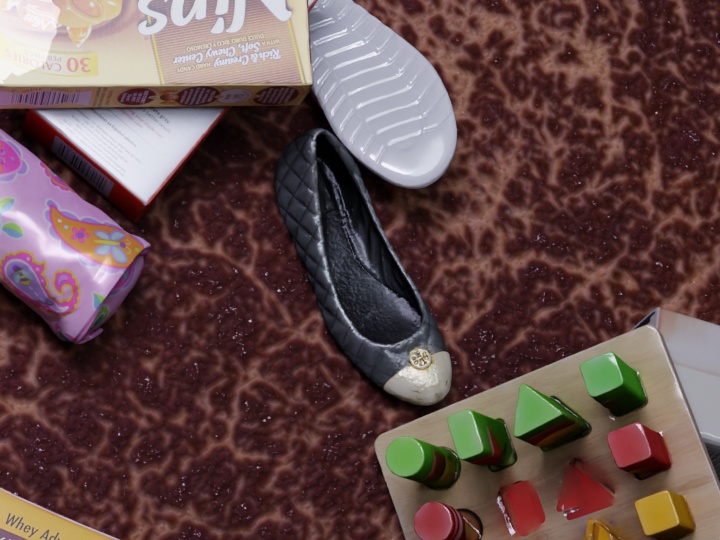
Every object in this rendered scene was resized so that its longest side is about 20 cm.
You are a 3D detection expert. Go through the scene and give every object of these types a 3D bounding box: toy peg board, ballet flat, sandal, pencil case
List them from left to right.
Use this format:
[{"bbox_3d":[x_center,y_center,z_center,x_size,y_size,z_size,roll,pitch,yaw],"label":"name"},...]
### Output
[{"bbox_3d":[-0.230,-0.039,1.452,0.200,0.087,0.088,36,62,0],"label":"pencil case"},{"bbox_3d":[-0.004,-0.132,1.579,0.082,0.050,0.203,-34,68,-11],"label":"sandal"},{"bbox_3d":[0.000,0.000,1.522,0.066,0.057,0.201,-25,78,-24],"label":"ballet flat"},{"bbox_3d":[0.118,0.155,1.419,0.199,0.098,0.200,-23,74,13],"label":"toy peg board"}]

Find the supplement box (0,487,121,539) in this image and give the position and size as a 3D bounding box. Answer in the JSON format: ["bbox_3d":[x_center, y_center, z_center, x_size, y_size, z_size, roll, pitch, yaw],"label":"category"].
[{"bbox_3d":[-0.172,0.263,1.314,0.196,0.133,0.201,24,63,-7],"label":"supplement box"}]

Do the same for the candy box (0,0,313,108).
[{"bbox_3d":[-0.133,-0.164,1.457,0.199,0.055,0.116,-1,79,-13],"label":"candy box"}]

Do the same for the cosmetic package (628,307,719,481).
[{"bbox_3d":[0.264,0.105,1.541,0.199,0.103,0.088,18,62,-12],"label":"cosmetic package"}]

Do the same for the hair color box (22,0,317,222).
[{"bbox_3d":[-0.120,-0.142,1.517,0.101,0.061,0.200,40,74,-3],"label":"hair color box"}]
